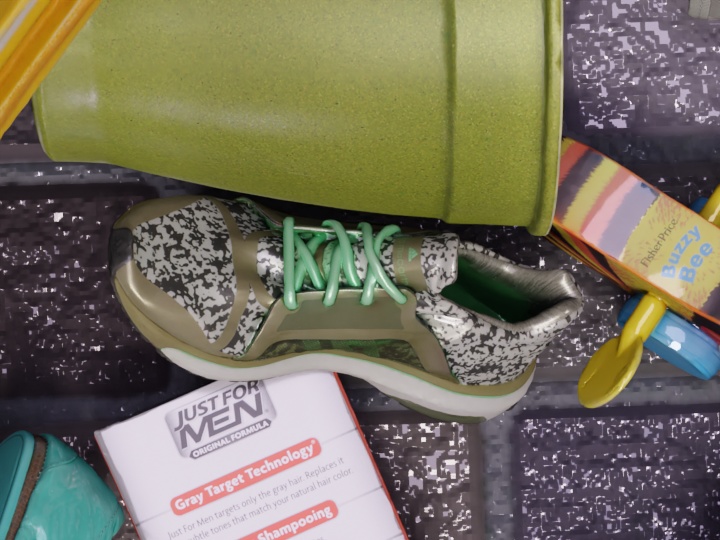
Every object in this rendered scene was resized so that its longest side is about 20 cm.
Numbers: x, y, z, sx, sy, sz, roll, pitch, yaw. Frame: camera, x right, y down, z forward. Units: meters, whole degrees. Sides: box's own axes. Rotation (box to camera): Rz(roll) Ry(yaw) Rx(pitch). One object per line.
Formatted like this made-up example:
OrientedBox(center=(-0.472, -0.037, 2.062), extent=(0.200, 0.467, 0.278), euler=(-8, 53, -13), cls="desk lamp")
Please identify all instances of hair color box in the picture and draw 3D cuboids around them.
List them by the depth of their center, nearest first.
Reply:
OrientedBox(center=(-0.022, 0.137, 1.098), extent=(0.101, 0.061, 0.200), euler=(-23, 88, -4), cls="hair color box")

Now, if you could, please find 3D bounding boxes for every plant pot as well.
OrientedBox(center=(-0.029, -0.110, 1.032), extent=(0.193, 0.200, 0.200), euler=(-2, 86, -2), cls="plant pot")

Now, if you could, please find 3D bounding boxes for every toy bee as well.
OrientedBox(center=(0.151, 0.002, 1.089), extent=(0.200, 0.109, 0.131), euler=(13, 84, -1), cls="toy bee")

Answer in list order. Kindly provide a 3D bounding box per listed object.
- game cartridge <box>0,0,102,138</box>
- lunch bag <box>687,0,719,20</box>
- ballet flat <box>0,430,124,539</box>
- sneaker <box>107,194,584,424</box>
OrientedBox(center=(-0.160, -0.128, 0.995), extent=(0.176, 0.032, 0.200), euler=(-49, 45, 29), cls="game cartridge")
OrientedBox(center=(0.219, -0.172, 1.075), extent=(0.164, 0.200, 0.118), euler=(9, 45, 6), cls="lunch bag")
OrientedBox(center=(-0.139, 0.155, 1.028), extent=(0.070, 0.067, 0.200), euler=(35, 56, -19), cls="ballet flat")
OrientedBox(center=(0.000, 0.000, 1.043), extent=(0.200, 0.089, 0.077), euler=(11, 60, -29), cls="sneaker")
